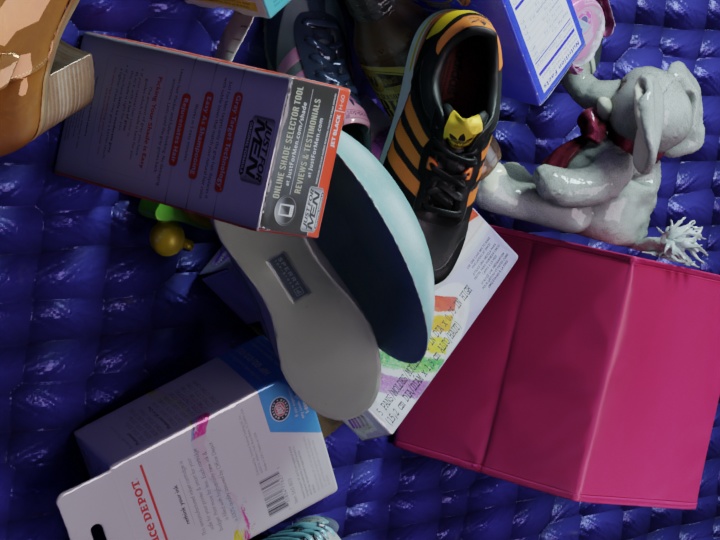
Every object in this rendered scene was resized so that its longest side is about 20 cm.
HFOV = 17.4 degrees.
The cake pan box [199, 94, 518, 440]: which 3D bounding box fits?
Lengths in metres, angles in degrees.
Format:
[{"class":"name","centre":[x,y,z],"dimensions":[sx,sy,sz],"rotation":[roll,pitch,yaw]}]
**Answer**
[{"class":"cake pan box","centre":[0.000,0.000,1.765],"dimensions":[0.184,0.052,0.200],"rotation":[46,61,-14]}]

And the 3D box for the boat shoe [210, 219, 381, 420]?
[{"class":"boat shoe","centre":[-0.044,0.009,1.627],"dimensions":[0.070,0.072,0.201],"rotation":[-26,113,4]}]

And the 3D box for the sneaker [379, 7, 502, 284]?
[{"class":"sneaker","centre":[0.056,-0.085,1.646],"dimensions":[0.070,0.090,0.201],"rotation":[9,94,-12]}]

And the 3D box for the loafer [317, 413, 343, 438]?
[{"class":"loafer","centre":[-0.052,0.106,1.787],"dimensions":[0.076,0.067,0.200],"rotation":[43,68,-49]}]

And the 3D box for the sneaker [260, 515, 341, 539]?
[{"class":"sneaker","centre":[-0.056,0.228,1.836],"dimensions":[0.200,0.077,0.087],"rotation":[39,59,-58]}]

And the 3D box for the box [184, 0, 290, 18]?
[{"class":"box","centre":[-0.103,-0.269,1.577],"dimensions":[0.049,0.082,0.200],"rotation":[-46,135,-33]}]

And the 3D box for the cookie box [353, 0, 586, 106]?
[{"class":"cookie box","centre":[0.057,-0.230,1.721],"dimensions":[0.075,0.171,0.200],"rotation":[-50,137,-26]}]

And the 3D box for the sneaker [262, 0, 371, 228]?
[{"class":"sneaker","centre":[-0.020,-0.126,1.695],"dimensions":[0.070,0.082,0.200],"rotation":[-5,87,-31]}]

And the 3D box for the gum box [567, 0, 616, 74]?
[{"class":"gum box","centre":[0.113,-0.243,1.833],"dimensions":[0.066,0.113,0.200],"rotation":[-54,138,-25]}]

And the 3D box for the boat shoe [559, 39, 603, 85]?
[{"class":"boat shoe","centre":[0.162,-0.241,1.933],"dimensions":[0.062,0.074,0.200],"rotation":[-56,144,-30]}]

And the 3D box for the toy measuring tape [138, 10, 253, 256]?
[{"class":"toy measuring tape","centre":[-0.092,-0.098,1.654],"dimensions":[0.074,0.073,0.200],"rotation":[32,81,-52]}]

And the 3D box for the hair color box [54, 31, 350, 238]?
[{"class":"hair color box","centre":[-0.106,-0.090,1.537],"dimensions":[0.061,0.200,0.102],"rotation":[8,97,-48]}]

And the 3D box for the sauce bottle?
[{"class":"sauce bottle","centre":[0.035,-0.150,1.719],"dimensions":[0.065,0.065,0.200],"rotation":[-49,123,-29]}]

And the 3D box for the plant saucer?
[{"class":"plant saucer","centre":[0.000,-0.032,1.589],"dimensions":[0.039,0.201,0.201],"rotation":[-31,129,-16]}]

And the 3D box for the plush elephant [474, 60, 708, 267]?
[{"class":"plush elephant","centre":[0.200,-0.103,1.888],"dimensions":[0.165,0.200,0.155],"rotation":[-4,111,-72]}]

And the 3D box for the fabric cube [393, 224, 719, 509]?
[{"class":"fabric cube","centre":[0.173,0.077,1.956],"dimensions":[0.196,0.200,0.200],"rotation":[9,94,-52]}]

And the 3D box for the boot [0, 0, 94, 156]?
[{"class":"boot","centre":[-0.242,-0.158,1.452],"dimensions":[0.155,0.074,0.200],"rotation":[-29,122,-38]}]

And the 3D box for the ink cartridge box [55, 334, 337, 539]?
[{"class":"ink cartridge box","centre":[-0.127,0.145,1.677],"dimensions":[0.200,0.068,0.115],"rotation":[-27,123,-19]}]
